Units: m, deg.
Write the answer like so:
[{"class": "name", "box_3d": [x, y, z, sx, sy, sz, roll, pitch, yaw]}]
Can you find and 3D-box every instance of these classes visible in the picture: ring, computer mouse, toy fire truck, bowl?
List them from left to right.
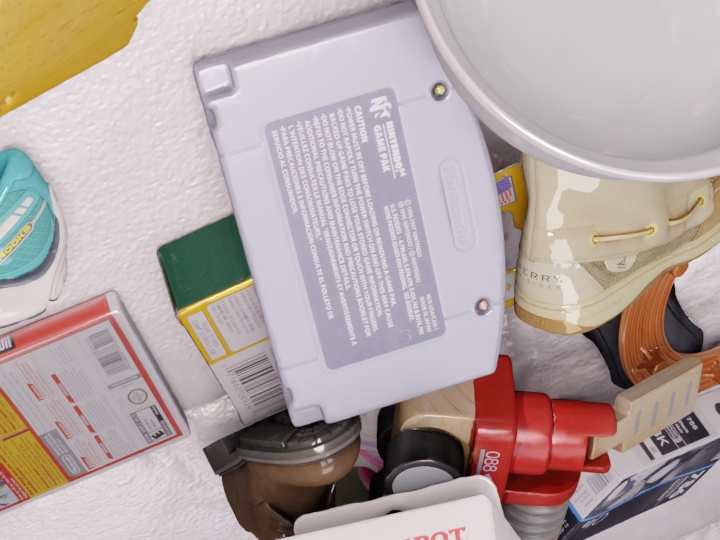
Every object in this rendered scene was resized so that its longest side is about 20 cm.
[{"class": "toy fire truck", "box_3d": [0.107, 0.121, 0.825, 0.197, 0.130, 0.178, 4, 131, -2]}, {"class": "bowl", "box_3d": [0.107, -0.122, 0.608, 0.198, 0.204, 0.090, -14, 169, -14]}, {"class": "computer mouse", "box_3d": [0.234, 0.048, 0.973, 0.139, 0.046, 0.200, -27, 143, 6]}, {"class": "ring", "box_3d": [0.252, 0.005, 0.911, 0.198, 0.019, 0.202, -22, 134, -25]}]

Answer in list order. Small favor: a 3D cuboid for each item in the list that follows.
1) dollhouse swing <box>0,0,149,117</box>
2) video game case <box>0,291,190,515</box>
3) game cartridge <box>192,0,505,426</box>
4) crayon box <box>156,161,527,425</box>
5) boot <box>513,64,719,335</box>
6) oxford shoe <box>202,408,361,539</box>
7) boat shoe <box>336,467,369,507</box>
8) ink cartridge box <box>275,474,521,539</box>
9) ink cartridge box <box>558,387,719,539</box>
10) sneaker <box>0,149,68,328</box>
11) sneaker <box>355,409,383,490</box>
[{"class": "dollhouse swing", "box_3d": [-0.153, -0.185, 0.488, 0.201, 0.175, 0.182, -56, 174, 35]}, {"class": "video game case", "box_3d": [-0.210, 0.094, 0.805, 0.198, 0.018, 0.144, -22, 143, -4]}, {"class": "game cartridge", "box_3d": [0.004, -0.027, 0.695, 0.131, 0.041, 0.203, -14, 115, -1]}, {"class": "crayon box", "box_3d": [0.000, 0.000, 0.781, 0.198, 0.052, 0.126, -23, 143, -1]}, {"class": "boot", "box_3d": [0.148, -0.078, 0.741, 0.199, 0.072, 0.157, -34, 129, -34]}, {"class": "oxford shoe", "box_3d": [-0.034, 0.122, 0.804, 0.072, 0.085, 0.200, -21, 175, -18]}, {"class": "boat shoe", "box_3d": [0.003, 0.181, 0.960, 0.198, 0.075, 0.066, 22, 114, -34]}, {"class": "ink cartridge box", "box_3d": [0.032, 0.217, 0.705, 0.127, 0.202, 0.125, -14, 147, 15]}, {"class": "ink cartridge box", "box_3d": [0.209, 0.134, 0.978, 0.198, 0.039, 0.100, -15, 148, -40]}, {"class": "sneaker", "box_3d": [-0.237, -0.006, 0.643, 0.197, 0.078, 0.081, -18, 124, -17]}, {"class": "sneaker", "box_3d": [0.045, 0.121, 0.936, 0.088, 0.082, 0.200, -34, 134, 15]}]
